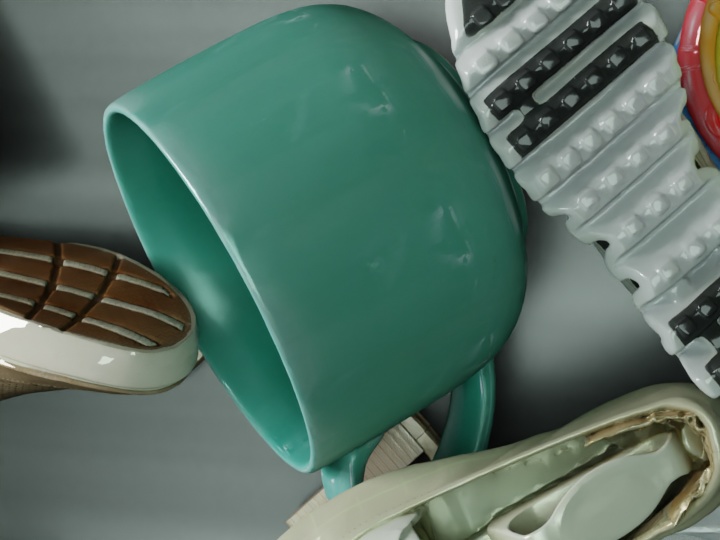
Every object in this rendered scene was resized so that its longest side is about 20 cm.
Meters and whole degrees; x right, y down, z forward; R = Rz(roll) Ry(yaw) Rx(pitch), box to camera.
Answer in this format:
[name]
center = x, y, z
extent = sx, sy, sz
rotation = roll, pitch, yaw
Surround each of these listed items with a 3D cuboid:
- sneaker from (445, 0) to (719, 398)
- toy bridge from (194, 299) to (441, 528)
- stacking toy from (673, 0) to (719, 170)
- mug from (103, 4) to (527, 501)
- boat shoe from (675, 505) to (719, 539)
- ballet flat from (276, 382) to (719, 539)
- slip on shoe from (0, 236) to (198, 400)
[sneaker]
center = 0.096, -0.037, 0.866
extent = 0.075, 0.081, 0.201
rotation = -34, 92, 2
[toy bridge]
center = 0.000, 0.082, 0.958
extent = 0.067, 0.027, 0.200
rotation = -41, 88, 8
[stacking toy]
center = 0.163, -0.074, 0.829
extent = 0.109, 0.200, 0.117
rotation = 28, 99, 5
[mug]
center = -0.006, -0.009, 0.896
extent = 0.114, 0.186, 0.152
rotation = -30, 52, -14
[boat shoe]
center = 0.166, 0.089, 0.909
extent = 0.199, 0.074, 0.067
rotation = -11, 94, 10
[ballet flat]
center = 0.043, 0.095, 0.846
extent = 0.199, 0.069, 0.070
rotation = -27, 91, 2
[slip on shoe]
center = -0.146, 0.025, 0.934
extent = 0.199, 0.076, 0.061
rotation = 12, 115, 28
